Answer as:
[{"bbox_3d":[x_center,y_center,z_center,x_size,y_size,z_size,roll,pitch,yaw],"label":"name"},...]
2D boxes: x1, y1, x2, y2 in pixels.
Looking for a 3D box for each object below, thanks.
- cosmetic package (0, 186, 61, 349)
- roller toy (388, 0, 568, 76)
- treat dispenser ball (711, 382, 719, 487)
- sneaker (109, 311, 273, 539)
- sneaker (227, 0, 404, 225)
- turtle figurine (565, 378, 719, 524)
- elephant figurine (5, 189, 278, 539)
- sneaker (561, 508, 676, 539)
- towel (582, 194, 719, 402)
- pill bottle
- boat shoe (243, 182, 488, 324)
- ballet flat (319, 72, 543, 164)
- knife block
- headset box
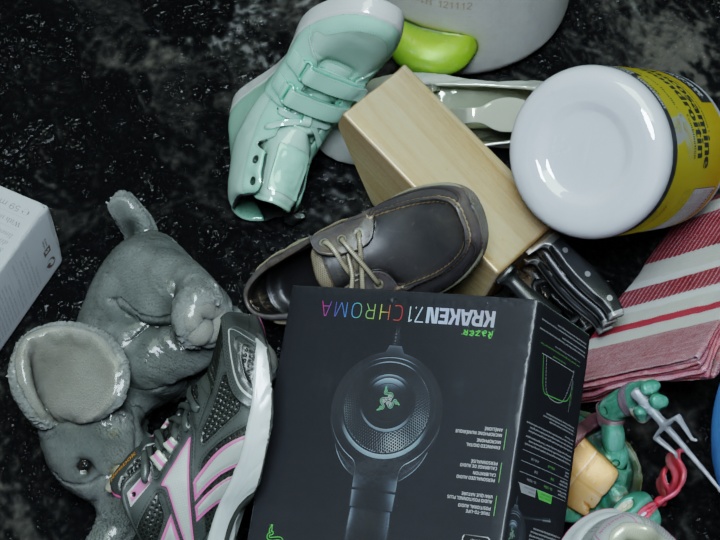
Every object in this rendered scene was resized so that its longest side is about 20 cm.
[{"bbox_3d":[-0.305,0.031,1.099,0.101,0.074,0.201,20,58,15],"label":"cosmetic package"},{"bbox_3d":[0.078,-0.264,1.241,0.181,0.140,0.201,-22,58,-13],"label":"roller toy"},{"bbox_3d":[0.314,0.102,0.956,0.199,0.202,0.202,-1,56,1],"label":"treat dispenser ball"},{"bbox_3d":[-0.107,0.122,0.959,0.086,0.080,0.202,12,97,-10],"label":"sneaker"},{"bbox_3d":[-0.032,-0.106,1.128,0.073,0.200,0.119,17,58,-27],"label":"sneaker"},{"bbox_3d":[0.128,0.122,1.010,0.200,0.101,0.150,37,89,24],"label":"turtle figurine"},{"bbox_3d":[-0.165,0.081,1.038,0.200,0.142,0.155,-43,35,-6],"label":"elephant figurine"},{"bbox_3d":[0.179,0.218,0.868,0.081,0.088,0.200,-36,74,-7],"label":"sneaker"},{"bbox_3d":[0.228,0.010,1.068,0.023,0.144,0.200,49,58,-14],"label":"towel"},{"bbox_3d":[0.188,-0.083,1.086,0.112,0.113,0.200,34,20,22],"label":"pill bottle"},{"bbox_3d":[0.000,0.000,1.051,0.073,0.199,0.075,-26,91,-48],"label":"boat shoe"},{"bbox_3d":[0.064,-0.116,1.181,0.198,0.070,0.070,-3,56,-2],"label":"ballet flat"},{"bbox_3d":[0.088,-0.030,1.072,0.064,0.201,0.175,-40,35,-23],"label":"knife block"},{"bbox_3d":[0.033,0.120,0.955,0.173,0.093,0.202,4,77,31],"label":"headset box"}]
